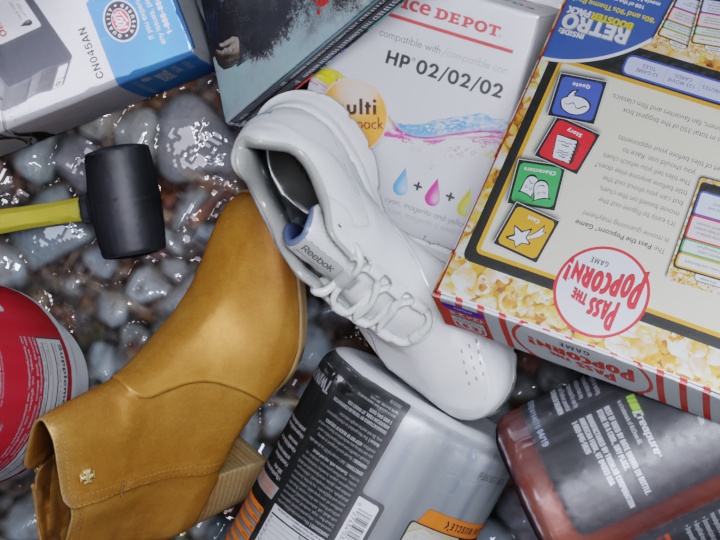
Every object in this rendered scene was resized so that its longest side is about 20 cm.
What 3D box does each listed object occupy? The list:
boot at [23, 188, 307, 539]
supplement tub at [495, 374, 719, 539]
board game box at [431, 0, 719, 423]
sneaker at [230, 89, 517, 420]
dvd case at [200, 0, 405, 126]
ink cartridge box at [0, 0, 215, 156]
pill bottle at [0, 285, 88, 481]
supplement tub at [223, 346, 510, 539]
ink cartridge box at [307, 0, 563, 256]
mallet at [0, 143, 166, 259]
[{"bbox_3d":[-0.107,0.060,0.897,0.071,0.144,0.202,28,118,41],"label":"boot"},{"bbox_3d":[0.176,0.080,0.840,0.200,0.107,0.107,-26,90,7],"label":"supplement tub"},{"bbox_3d":[0.143,-0.044,0.811,0.151,0.046,0.200,20,75,19],"label":"board game box"},{"bbox_3d":[0.000,0.000,0.854,0.075,0.087,0.200,-43,87,24],"label":"sneaker"},{"bbox_3d":[-0.023,-0.183,0.875,0.200,0.022,0.146,-31,64,44],"label":"dvd case"},{"bbox_3d":[-0.201,-0.147,0.942,0.200,0.084,0.145,-21,90,6],"label":"ink cartridge box"},{"bbox_3d":[-0.219,0.060,0.888,0.112,0.200,0.112,-1,86,12],"label":"pill bottle"},{"bbox_3d":[-0.010,0.154,0.920,0.122,0.123,0.200,29,95,3],"label":"supplement tub"},{"bbox_3d":[0.036,-0.098,0.905,0.115,0.068,0.200,19,106,15],"label":"ink cartridge box"},{"bbox_3d":[-0.211,-0.038,0.974,0.200,0.041,0.066,-1,93,9],"label":"mallet"}]
